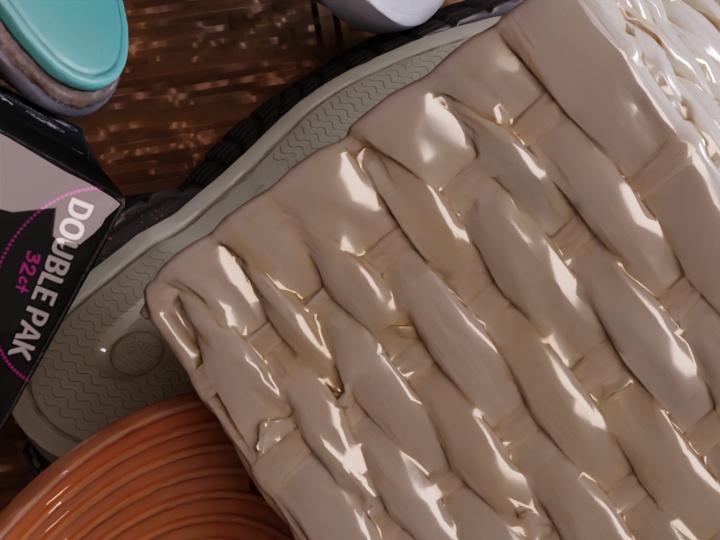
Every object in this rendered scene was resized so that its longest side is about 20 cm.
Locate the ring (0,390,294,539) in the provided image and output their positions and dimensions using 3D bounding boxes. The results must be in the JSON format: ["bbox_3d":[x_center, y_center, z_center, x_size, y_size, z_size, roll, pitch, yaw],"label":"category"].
[{"bbox_3d":[-0.054,0.121,0.666,0.200,0.019,0.200,-27,125,-46],"label":"ring"}]

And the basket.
[{"bbox_3d":[0.066,0.038,0.639,0.136,0.123,0.200,-36,87,18],"label":"basket"}]

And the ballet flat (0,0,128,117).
[{"bbox_3d":[-0.125,-0.123,0.771,0.073,0.073,0.200,-25,88,-18],"label":"ballet flat"}]

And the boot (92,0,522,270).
[{"bbox_3d":[0.003,0.014,0.825,0.200,0.070,0.132,-32,98,-6],"label":"boot"}]

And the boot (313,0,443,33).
[{"bbox_3d":[-0.052,-0.149,0.803,0.074,0.096,0.200,-41,112,-47],"label":"boot"}]

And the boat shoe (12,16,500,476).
[{"bbox_3d":[0.000,0.000,0.767,0.200,0.072,0.068,-35,142,-17],"label":"boat shoe"}]

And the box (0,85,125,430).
[{"bbox_3d":[-0.170,0.027,0.707,0.149,0.124,0.200,28,94,-13],"label":"box"}]
